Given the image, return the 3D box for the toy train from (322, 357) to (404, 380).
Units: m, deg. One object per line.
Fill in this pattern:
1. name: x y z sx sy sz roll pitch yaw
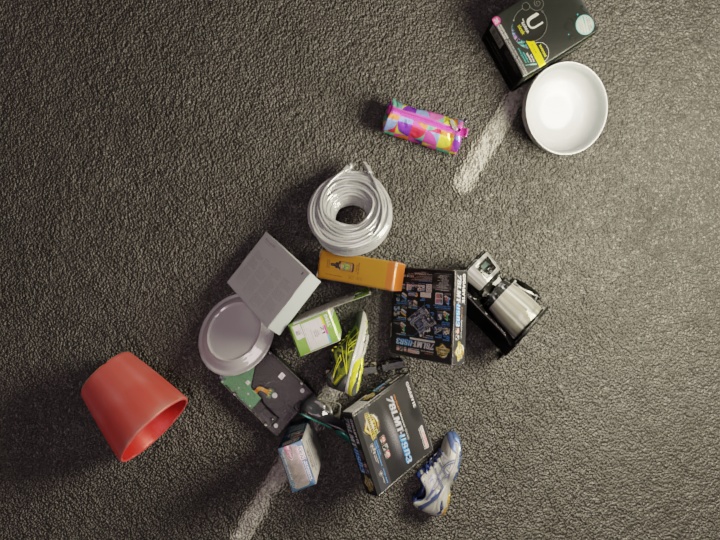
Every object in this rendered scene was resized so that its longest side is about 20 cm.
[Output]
1. toy train: 0.007 0.234 1.521 0.194 0.046 0.035 -10 96 -1

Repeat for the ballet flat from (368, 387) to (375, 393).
1. ballet flat: 0.061 0.373 1.519 0.069 0.071 0.206 -8 91 0

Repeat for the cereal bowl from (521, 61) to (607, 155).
1. cereal bowl: 0.460 -0.369 1.479 0.194 0.083 0.206 -1 97 -5

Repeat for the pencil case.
1. pencil case: 0.148 -0.334 1.488 0.195 0.088 0.091 15 91 1

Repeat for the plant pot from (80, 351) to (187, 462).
1. plant pot: -0.524 0.300 1.462 0.177 0.200 0.201 43 91 8

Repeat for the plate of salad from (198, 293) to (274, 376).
1. plate of salad: -0.286 0.150 1.495 0.195 0.048 0.205 -8 61 14

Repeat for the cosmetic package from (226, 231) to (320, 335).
1. cosmetic package: -0.199 0.026 1.455 0.152 0.051 0.199 -52 50 2

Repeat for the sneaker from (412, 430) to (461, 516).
1. sneaker: 0.178 0.473 1.508 0.086 0.075 0.205 14 91 -4

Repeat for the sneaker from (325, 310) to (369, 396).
1. sneaker: -0.029 0.182 1.480 0.082 0.075 0.204 7 61 10

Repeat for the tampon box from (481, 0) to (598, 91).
1. tampon box: 0.403 -0.538 1.459 0.197 0.126 0.152 -32 91 1

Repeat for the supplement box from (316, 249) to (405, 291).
1. supplement box: 0.000 0.000 1.472 0.195 0.069 0.069 10 92 21

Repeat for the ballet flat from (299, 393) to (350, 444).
1. ballet flat: -0.051 0.352 1.507 0.198 0.073 0.074 34 91 -12

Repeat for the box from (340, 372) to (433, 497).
1. box: 0.064 0.366 1.455 0.196 0.049 0.205 -25 102 -38

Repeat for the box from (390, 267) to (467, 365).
1. box: 0.150 0.097 1.446 0.049 0.197 0.205 0 92 -40

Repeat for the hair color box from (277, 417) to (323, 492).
1. hair color box: -0.132 0.408 1.447 0.059 0.200 0.102 -19 91 1

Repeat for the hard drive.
1. hard drive: -0.223 0.272 1.526 0.199 0.038 0.140 42 91 -1

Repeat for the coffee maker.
1. coffee maker: 0.293 0.085 1.461 0.200 0.134 0.194 44 124 14

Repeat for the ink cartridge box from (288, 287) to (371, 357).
1. ink cartridge box: -0.057 0.113 1.465 0.195 0.148 0.078 -21 94 1

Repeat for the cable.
1. cable: -0.025 -0.130 1.462 0.197 0.070 0.202 -30 65 -10
